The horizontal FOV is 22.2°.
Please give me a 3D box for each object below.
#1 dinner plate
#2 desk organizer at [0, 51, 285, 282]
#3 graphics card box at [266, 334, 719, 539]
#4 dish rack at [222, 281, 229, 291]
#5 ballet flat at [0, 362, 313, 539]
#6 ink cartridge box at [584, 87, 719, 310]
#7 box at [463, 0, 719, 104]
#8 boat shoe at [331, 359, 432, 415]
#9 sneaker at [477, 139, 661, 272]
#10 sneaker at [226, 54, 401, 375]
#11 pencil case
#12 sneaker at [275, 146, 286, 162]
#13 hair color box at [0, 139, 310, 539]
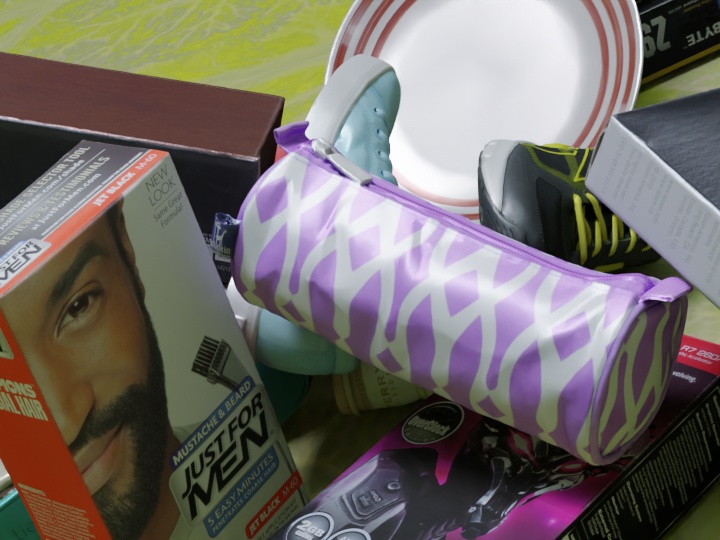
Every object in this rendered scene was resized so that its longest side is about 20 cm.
[{"bbox_3d":[0.070,-0.111,1.066,0.198,0.024,0.202,-7,72,23],"label":"dinner plate"},{"bbox_3d":[-0.141,-0.058,0.932,0.198,0.072,0.077,10,31,6],"label":"desk organizer"},{"bbox_3d":[0.068,0.094,0.800,0.200,0.051,0.125,-39,35,-27],"label":"graphics card box"},{"bbox_3d":[-0.139,-0.003,0.952,0.171,0.044,0.199,32,41,32],"label":"dish rack"},{"bbox_3d":[-0.121,0.080,0.927,0.199,0.070,0.069,-27,30,-11],"label":"ballet flat"},{"bbox_3d":[0.226,-0.011,0.742,0.196,0.047,0.200,-15,45,-35],"label":"ink cartridge box"},{"bbox_3d":[0.137,-0.160,1.167,0.198,0.050,0.160,-25,28,-6],"label":"box"},{"bbox_3d":[0.000,0.000,0.971,0.062,0.074,0.201,-21,32,2],"label":"boat shoe"},{"bbox_3d":[0.112,-0.033,0.905,0.084,0.075,0.200,0,12,19],"label":"sneaker"},{"bbox_3d":[-0.001,-0.023,0.911,0.081,0.074,0.201,17,54,8],"label":"sneaker"},{"bbox_3d":[0.039,0.007,0.775,0.199,0.086,0.084,24,22,24],"label":"pencil case"},{"bbox_3d":[-0.128,-0.034,1.093,0.199,0.072,0.098,-2,17,29],"label":"sneaker"},{"bbox_3d":[-0.104,0.058,0.816,0.064,0.201,0.111,9,41,41],"label":"hair color box"}]
